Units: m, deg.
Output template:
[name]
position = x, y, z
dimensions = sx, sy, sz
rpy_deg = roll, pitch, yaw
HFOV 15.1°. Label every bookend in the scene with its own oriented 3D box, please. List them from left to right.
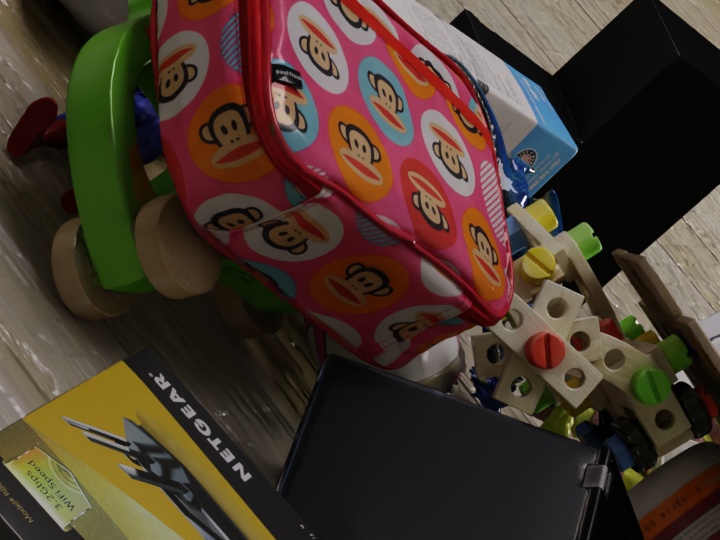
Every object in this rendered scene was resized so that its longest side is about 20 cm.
[bookend]
position = 0.125, -0.105, 1.690
dimensions = 0.200, 0.199, 0.092
rpy_deg = 33, 25, -33

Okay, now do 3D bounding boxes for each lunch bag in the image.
[lunch bag]
position = -0.013, -0.068, 1.242
dimensions = 0.200, 0.082, 0.176
rpy_deg = 39, 36, -43

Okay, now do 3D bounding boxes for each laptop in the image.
[laptop]
position = 0.049, 0.164, 1.183
dimensions = 0.187, 0.116, 0.200
rpy_deg = -69, 144, -48

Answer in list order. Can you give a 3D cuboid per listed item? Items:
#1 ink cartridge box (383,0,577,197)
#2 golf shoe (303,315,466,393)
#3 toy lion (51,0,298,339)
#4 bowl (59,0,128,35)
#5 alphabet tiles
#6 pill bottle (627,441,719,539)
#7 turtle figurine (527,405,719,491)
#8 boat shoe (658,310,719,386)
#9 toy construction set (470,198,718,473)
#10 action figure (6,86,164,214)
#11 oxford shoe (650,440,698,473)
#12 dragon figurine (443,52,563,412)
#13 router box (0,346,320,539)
[ink cartridge box]
position = 0.012, -0.091, 1.548
dimensions = 0.200, 0.116, 0.068
rpy_deg = 31, 23, -39
[golf shoe]
position = 0.000, 0.000, 1.360
dimensions = 0.200, 0.073, 0.092
rpy_deg = -112, -175, -61
[toy lion]
position = -0.069, -0.070, 1.277
dimensions = 0.200, 0.069, 0.192
rpy_deg = 8, 70, -57
[bowl]
position = -0.072, -0.171, 1.461
dimensions = 0.090, 0.201, 0.201
rpy_deg = 61, 13, -21
[alphabet tiles]
position = 0.188, 0.074, 1.359
dimensions = 0.200, 0.006, 0.166
rpy_deg = 56, 0, -3
[pill bottle]
position = 0.197, 0.194, 1.366
dimensions = 0.200, 0.113, 0.113
rpy_deg = 51, 19, 13
[turtle figurine]
position = 0.168, 0.113, 1.533
dimensions = 0.161, 0.064, 0.200
rpy_deg = 33, 43, -13
[boat shoe]
position = 0.216, 0.071, 1.727
dimensions = 0.066, 0.072, 0.200
rpy_deg = 55, 21, 11
[toy construction set]
position = 0.110, 0.035, 1.361
dimensions = 0.131, 0.092, 0.200
rpy_deg = 60, 8, -7
[action figure]
position = -0.094, -0.089, 1.356
dimensions = 0.065, 0.099, 0.200
rpy_deg = 48, 16, 2
[oxford shoe]
position = 0.234, 0.160, 1.448
dimensions = 0.075, 0.058, 0.200
rpy_deg = -21, 62, -43
[dragon figurine]
position = 0.077, -0.019, 1.487
dimensions = 0.099, 0.059, 0.200
rpy_deg = -115, -160, -71
[router box]
position = -0.063, 0.134, 1.004
dimensions = 0.200, 0.052, 0.157
rpy_deg = 48, 25, 4
